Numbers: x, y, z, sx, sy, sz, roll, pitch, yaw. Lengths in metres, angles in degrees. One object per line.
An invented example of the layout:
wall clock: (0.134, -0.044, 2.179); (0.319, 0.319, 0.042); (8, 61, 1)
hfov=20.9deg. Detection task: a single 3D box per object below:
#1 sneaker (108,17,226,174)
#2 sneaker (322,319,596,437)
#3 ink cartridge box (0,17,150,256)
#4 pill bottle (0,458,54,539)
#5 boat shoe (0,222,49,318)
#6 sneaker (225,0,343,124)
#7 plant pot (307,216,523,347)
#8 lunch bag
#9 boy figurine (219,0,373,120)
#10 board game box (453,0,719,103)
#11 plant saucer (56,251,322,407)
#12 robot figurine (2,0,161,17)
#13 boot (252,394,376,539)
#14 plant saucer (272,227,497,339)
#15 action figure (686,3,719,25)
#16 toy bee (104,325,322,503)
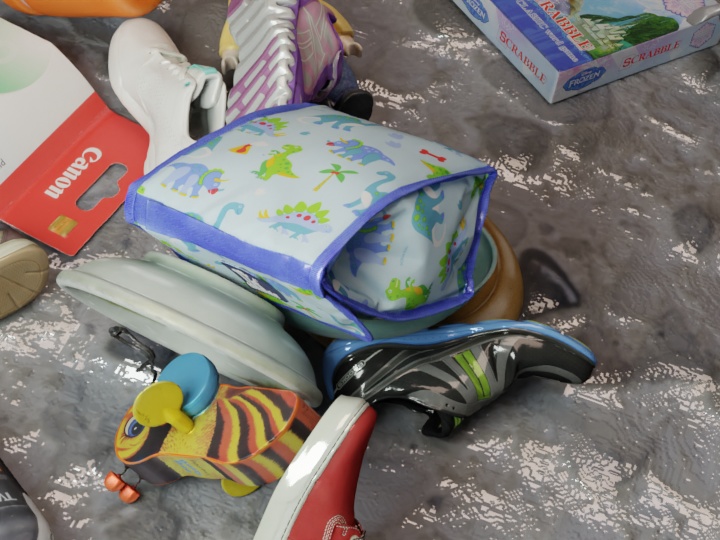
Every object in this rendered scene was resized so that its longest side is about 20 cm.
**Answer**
sneaker: (-0.142, -0.141, 1.552); (0.075, 0.088, 0.200); (6, 47, -34)
sneaker: (0.072, 0.080, 1.420); (0.200, 0.071, 0.083); (-4, 78, -10)
ink cartridge box: (-0.268, -0.112, 1.538); (0.200, 0.050, 0.161); (25, 48, 14)
pill bottle: (-0.266, 0.160, 1.246); (0.106, 0.106, 0.200); (-25, 58, -30)
boat shoe: (-0.322, 0.019, 1.394); (0.200, 0.072, 0.065); (-26, 45, -26)
sneaker: (-0.052, -0.156, 1.524); (0.088, 0.080, 0.200); (27, 40, -28)
plant pot: (0.032, -0.006, 1.516); (0.200, 0.027, 0.200); (6, 47, -7)
lunch bag: (-0.034, -0.032, 1.310); (0.170, 0.127, 0.200); (20, 18, 31)
boy figurine: (-0.066, -0.191, 1.641); (0.124, 0.064, 0.200); (-14, 52, -23)
board game box: (0.194, -0.254, 1.767); (0.199, 0.041, 0.200); (-22, 56, -29)
plant saucer: (-0.109, 0.031, 1.340); (0.200, 0.200, 0.050); (24, 81, 10)
robot figurine: (-0.234, -0.269, 1.617); (0.200, 0.117, 0.144); (4, 27, 29)
boot: (0.002, 0.190, 1.238); (0.144, 0.200, 0.072); (24, 7, 10)
plant saucer: (0.000, 0.000, 1.430); (0.200, 0.036, 0.200); (0, 28, 0)
action figure: (0.366, -0.208, 1.697); (0.193, 0.105, 0.200); (26, 48, -37)
toy bee: (-0.119, 0.118, 1.333); (0.131, 0.200, 0.109); (36, 74, -24)
